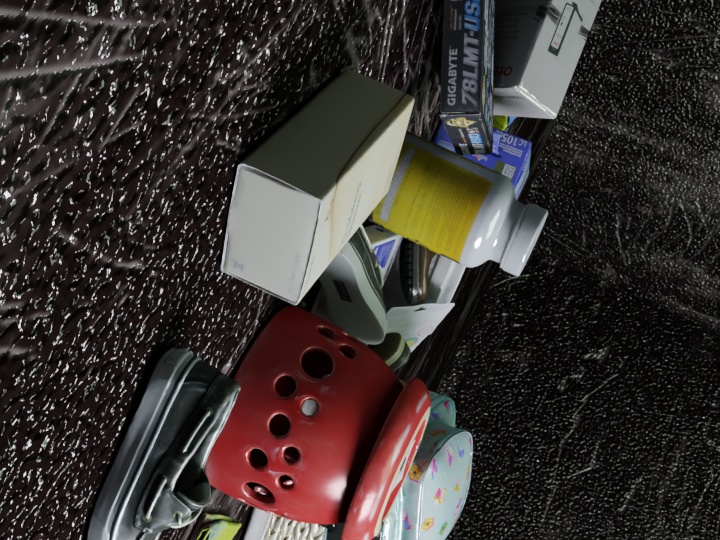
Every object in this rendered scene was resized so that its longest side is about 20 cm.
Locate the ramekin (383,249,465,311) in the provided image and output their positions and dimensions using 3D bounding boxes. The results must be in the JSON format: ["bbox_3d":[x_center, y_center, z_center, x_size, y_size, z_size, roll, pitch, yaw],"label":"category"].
[{"bbox_3d":[0.093,-0.020,1.456,0.200,0.104,0.203,23,90,-79],"label":"ramekin"}]

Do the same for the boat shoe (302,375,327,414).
[{"bbox_3d":[-0.031,0.117,1.234,0.071,0.068,0.201,100,17,-51],"label":"boat shoe"}]

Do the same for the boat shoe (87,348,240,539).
[{"bbox_3d":[-0.146,0.160,0.753,0.203,0.070,0.072,-69,169,17],"label":"boat shoe"}]

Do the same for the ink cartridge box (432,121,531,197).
[{"bbox_3d":[0.175,-0.160,1.474,0.200,0.135,0.077,41,72,-79],"label":"ink cartridge box"}]

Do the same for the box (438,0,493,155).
[{"bbox_3d":[0.117,-0.241,1.084,0.198,0.049,0.204,20,71,-78],"label":"box"}]

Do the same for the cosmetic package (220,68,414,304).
[{"bbox_3d":[-0.031,-0.075,0.823,0.200,0.072,0.105,-55,165,-51],"label":"cosmetic package"}]

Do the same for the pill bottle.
[{"bbox_3d":[0.106,-0.072,1.150,0.113,0.198,0.112,-59,168,-21],"label":"pill bottle"}]

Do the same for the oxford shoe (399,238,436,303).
[{"bbox_3d":[0.098,-0.051,1.324,0.073,0.083,0.203,134,-32,-74],"label":"oxford shoe"}]

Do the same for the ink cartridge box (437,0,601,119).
[{"bbox_3d":[0.200,-0.295,1.238,0.084,0.145,0.203,27,83,-37],"label":"ink cartridge box"}]

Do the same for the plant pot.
[{"bbox_3d":[-0.034,0.160,1.022,0.200,0.180,0.203,22,90,-79],"label":"plant pot"}]

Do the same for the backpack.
[{"bbox_3d":[0.052,0.235,1.212,0.200,0.151,0.179,-45,140,-58],"label":"backpack"}]

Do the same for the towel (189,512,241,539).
[{"bbox_3d":[-0.191,0.360,1.090,0.202,0.023,0.144,-64,168,-11],"label":"towel"}]

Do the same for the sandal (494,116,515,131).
[{"bbox_3d":[0.229,-0.265,1.706,0.200,0.079,0.088,-48,164,-36],"label":"sandal"}]

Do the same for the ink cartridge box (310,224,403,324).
[{"bbox_3d":[0.000,0.000,1.222,0.101,0.039,0.200,-69,168,10],"label":"ink cartridge box"}]

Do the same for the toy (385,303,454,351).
[{"bbox_3d":[0.029,0.093,1.386,0.114,0.048,0.201,-4,142,-39],"label":"toy"}]

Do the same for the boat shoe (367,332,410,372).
[{"bbox_3d":[0.008,0.149,1.311,0.200,0.066,0.072,-41,-164,39],"label":"boat shoe"}]

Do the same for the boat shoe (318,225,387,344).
[{"bbox_3d":[-0.003,0.008,1.070,0.201,0.070,0.064,73,36,-54],"label":"boat shoe"}]

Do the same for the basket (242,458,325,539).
[{"bbox_3d":[-0.073,0.330,1.335,0.136,0.122,0.203,-41,152,-67],"label":"basket"}]
